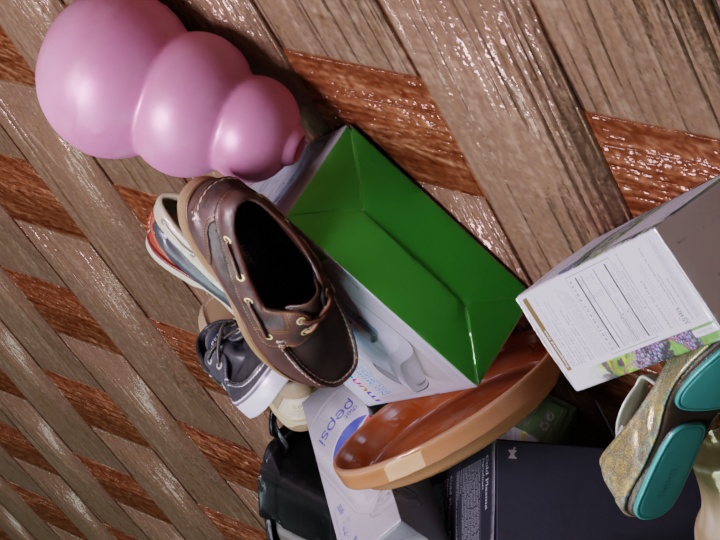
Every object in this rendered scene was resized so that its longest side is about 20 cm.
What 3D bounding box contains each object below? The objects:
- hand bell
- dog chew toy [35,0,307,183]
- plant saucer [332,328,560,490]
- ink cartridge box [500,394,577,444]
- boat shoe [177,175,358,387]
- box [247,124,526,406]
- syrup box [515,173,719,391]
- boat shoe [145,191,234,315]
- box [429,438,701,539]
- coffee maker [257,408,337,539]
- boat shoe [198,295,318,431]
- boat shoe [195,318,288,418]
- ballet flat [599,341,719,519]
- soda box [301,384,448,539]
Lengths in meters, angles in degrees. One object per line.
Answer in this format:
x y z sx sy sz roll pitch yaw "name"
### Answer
0.245 0.099 1.376 0.104 0.104 0.201 3 130 53 "hand bell"
-0.133 -0.125 1.408 0.199 0.125 0.125 22 156 10 "dog chew toy"
0.071 0.108 1.462 0.032 0.200 0.200 59 153 -8 "plant saucer"
0.090 0.120 1.664 0.199 0.048 0.146 25 156 18 "ink cartridge box"
-0.056 0.016 1.383 0.070 0.071 0.200 12 148 49 "boat shoe"
0.000 0.000 1.490 0.200 0.097 0.176 42 155 -17 "box"
0.186 0.009 1.234 0.082 0.079 0.200 56 156 0 "syrup box"
-0.093 -0.001 1.656 0.199 0.071 0.063 30 145 4 "boat shoe"
0.167 0.207 1.536 0.199 0.105 0.182 5 162 -14 "box"
0.005 0.230 1.888 0.199 0.135 0.192 20 152 32 "coffee maker"
-0.089 0.065 1.747 0.200 0.071 0.065 39 159 45 "boat shoe"
-0.099 0.069 1.593 0.066 0.070 0.200 37 178 -11 "boat shoe"
0.217 0.081 1.312 0.070 0.071 0.201 31 123 10 "ballet flat"
0.011 0.166 1.571 0.068 0.063 0.200 37 -159 -32 "soda box"
